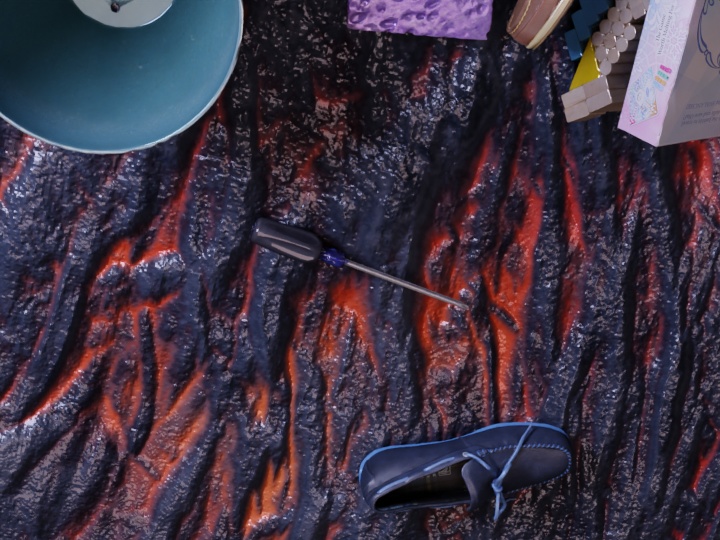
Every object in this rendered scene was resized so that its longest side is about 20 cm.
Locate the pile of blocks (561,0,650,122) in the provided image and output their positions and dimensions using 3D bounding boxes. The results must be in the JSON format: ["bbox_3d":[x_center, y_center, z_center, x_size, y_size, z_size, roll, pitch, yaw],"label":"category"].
[{"bbox_3d":[0.211,-0.206,0.889,0.062,0.082,0.201,-10,136,-41],"label":"pile of blocks"}]

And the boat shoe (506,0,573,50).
[{"bbox_3d":[0.146,-0.263,0.847,0.067,0.072,0.201,20,108,-6],"label":"boat shoe"}]

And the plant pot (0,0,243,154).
[{"bbox_3d":[-0.178,-0.200,0.824,0.199,0.135,0.201,-1,117,-2],"label":"plant pot"}]

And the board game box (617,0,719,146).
[{"bbox_3d":[0.287,-0.198,0.841,0.199,0.043,0.200,-12,122,-36],"label":"board game box"}]

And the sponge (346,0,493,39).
[{"bbox_3d":[0.050,-0.274,0.857,0.111,0.030,0.201,2,117,-4],"label":"sponge"}]

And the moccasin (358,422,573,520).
[{"bbox_3d":[0.100,0.196,1.074,0.199,0.068,0.081,-13,117,4],"label":"moccasin"}]

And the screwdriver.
[{"bbox_3d":[0.000,0.000,0.995,0.199,0.028,0.029,23,144,-14],"label":"screwdriver"}]
